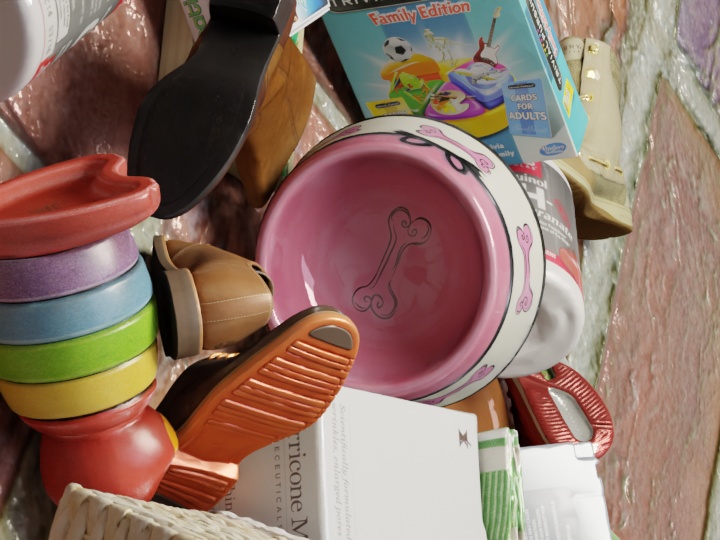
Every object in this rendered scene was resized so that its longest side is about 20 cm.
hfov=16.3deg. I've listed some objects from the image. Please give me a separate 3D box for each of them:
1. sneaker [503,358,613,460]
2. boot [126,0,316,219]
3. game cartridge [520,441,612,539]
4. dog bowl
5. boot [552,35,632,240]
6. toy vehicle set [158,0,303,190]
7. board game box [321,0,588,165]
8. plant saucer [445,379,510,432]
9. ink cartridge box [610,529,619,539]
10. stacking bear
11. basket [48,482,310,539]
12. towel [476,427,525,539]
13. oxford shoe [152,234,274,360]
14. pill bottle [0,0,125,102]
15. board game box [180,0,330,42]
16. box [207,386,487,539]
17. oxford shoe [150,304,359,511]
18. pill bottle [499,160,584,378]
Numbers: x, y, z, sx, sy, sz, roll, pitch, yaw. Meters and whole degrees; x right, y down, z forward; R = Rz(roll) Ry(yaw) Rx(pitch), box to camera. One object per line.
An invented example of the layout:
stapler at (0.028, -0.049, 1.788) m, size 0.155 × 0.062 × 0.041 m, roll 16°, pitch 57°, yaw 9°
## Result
sneaker at (0.124, 0.086, 1.967) m, size 0.078 × 0.116 × 0.201 m, roll -10°, pitch 61°, yaw -18°
boot at (-0.085, -0.088, 1.590) m, size 0.200 × 0.068 × 0.190 m, roll 80°, pitch 23°, yaw -69°
game cartridge at (0.118, 0.225, 1.785) m, size 0.132 × 0.040 × 0.202 m, roll -3°, pitch 74°, yaw -18°
dog bowl at (0.018, -0.002, 1.666) m, size 0.074 × 0.199 × 0.202 m, roll -11°, pitch 91°, yaw -74°
boot at (0.167, -0.121, 2.074) m, size 0.200 × 0.072 × 0.157 m, roll 24°, pitch 61°, yaw -56°
toy vehicle set at (-0.085, -0.168, 1.723) m, size 0.124 × 0.026 × 0.201 m, roll 32°, pitch 55°, yaw -50°
board game box at (0.062, -0.162, 1.815) m, size 0.047 × 0.150 × 0.201 m, roll -71°, pitch 146°, yaw -44°
plant saucer at (0.060, 0.125, 1.865) m, size 0.200 × 0.037 × 0.202 m, roll 23°, pitch 62°, yaw -53°
ink cartridge box at (0.116, 0.264, 1.850) m, size 0.104 × 0.059 × 0.201 m, roll 44°, pitch 60°, yaw -45°
stacking bear at (-0.161, 0.049, 1.462) m, size 0.113 × 0.121 × 0.201 m, roll -16°, pitch 108°, yaw -16°
basket at (-0.085, 0.243, 1.403) m, size 0.160 × 0.197 × 0.201 m, roll 19°, pitch 89°, yaw -49°
towel at (0.053, 0.216, 1.716) m, size 0.023 × 0.152 × 0.202 m, roll 13°, pitch 69°, yaw -52°
oxford shoe at (-0.091, 0.016, 1.538) m, size 0.200 × 0.071 × 0.072 m, roll -141°, pitch -137°, yaw -75°
pill bottle at (-0.190, -0.187, 1.474) m, size 0.200 × 0.113 × 0.114 m, roll -50°, pitch 123°, yaw -51°
board game box at (-0.092, -0.245, 1.673) m, size 0.126 × 0.034 × 0.201 m, roll -40°, pitch 115°, yaw -54°
box at (-0.019, 0.186, 1.629) m, size 0.200 × 0.130 × 0.201 m, roll 17°, pitch 67°, yaw -56°
oxford shoe at (-0.077, 0.071, 1.518) m, size 0.071 × 0.200 × 0.073 m, roll 24°, pitch 40°, yaw -35°
pill bottle at (0.108, -0.024, 1.889) m, size 0.111 × 0.110 × 0.201 m, roll 55°, pitch 21°, yaw -35°
